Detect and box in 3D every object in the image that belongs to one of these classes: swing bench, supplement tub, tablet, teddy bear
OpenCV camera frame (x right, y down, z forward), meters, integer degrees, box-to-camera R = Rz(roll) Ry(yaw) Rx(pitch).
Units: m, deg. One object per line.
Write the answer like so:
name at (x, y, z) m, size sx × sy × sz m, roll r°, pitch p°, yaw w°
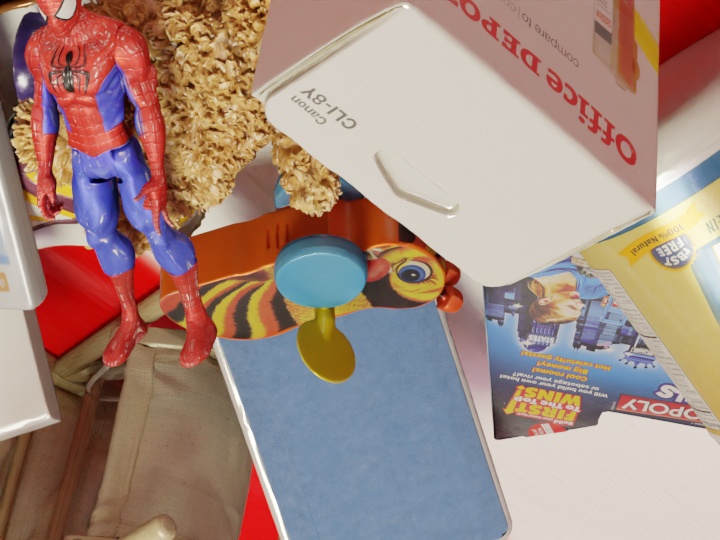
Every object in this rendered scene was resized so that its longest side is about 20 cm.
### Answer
swing bench at (-0.139, 0.117, 1.053) m, size 0.199 × 0.200 × 0.130 m, roll -16°, pitch 136°, yaw 29°
supplement tub at (0.194, -0.002, 0.827) m, size 0.144 × 0.145 × 0.200 m, roll -30°, pitch 101°, yaw 39°
tablet at (-0.001, 0.080, 0.995) m, size 0.129 × 0.014 × 0.201 m, roll -20°, pitch 100°, yaw -10°
teddy bear at (-0.072, -0.076, 0.824) m, size 0.199 × 0.067 × 0.146 m, roll -15°, pitch 115°, yaw 19°

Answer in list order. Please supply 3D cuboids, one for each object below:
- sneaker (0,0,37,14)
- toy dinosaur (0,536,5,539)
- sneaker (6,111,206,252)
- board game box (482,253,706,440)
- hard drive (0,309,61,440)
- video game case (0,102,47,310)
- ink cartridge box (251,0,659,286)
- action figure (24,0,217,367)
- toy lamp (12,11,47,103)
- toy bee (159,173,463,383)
sneaker at (-0.105, -0.159, 0.788) m, size 0.199 × 0.085 × 0.073 m, roll -21°, pitch 132°, yaw 31°
toy dinosaur at (-0.178, 0.202, 0.939) m, size 0.135 × 0.103 × 0.200 m, roll 18°, pitch 166°, yaw 15°
sneaker at (-0.185, -0.052, 0.955) m, size 0.199 × 0.075 × 0.090 m, roll -9°, pitch 139°, yaw 8°
board game box at (0.145, 0.028, 0.996) m, size 0.199 × 0.062 × 0.200 m, roll 11°, pitch 143°, yaw -2°
hard drive at (-0.281, 0.052, 1.021) m, size 0.199 × 0.133 × 0.027 m, roll -18°, pitch 168°, yaw 7°
video game case at (-0.265, -0.071, 0.914) m, size 0.181 × 0.022 × 0.201 m, roll 1°, pitch 120°, yaw 18°
ink cartridge box at (0.048, -0.117, 0.715) m, size 0.145 × 0.201 × 0.083 m, roll 35°, pitch 135°, yaw -31°
action figure at (-0.112, -0.043, 0.800) m, size 0.065 × 0.052 × 0.201 m, roll 2°, pitch 123°, yaw 21°
toy lamp at (-0.069, -0.099, 0.880) m, size 0.199 × 0.058 × 0.058 m, roll 1°, pitch 142°, yaw 9°
toy bee at (0.000, 0.000, 0.916) m, size 0.199 × 0.132 × 0.109 m, roll -4°, pitch 147°, yaw 38°
